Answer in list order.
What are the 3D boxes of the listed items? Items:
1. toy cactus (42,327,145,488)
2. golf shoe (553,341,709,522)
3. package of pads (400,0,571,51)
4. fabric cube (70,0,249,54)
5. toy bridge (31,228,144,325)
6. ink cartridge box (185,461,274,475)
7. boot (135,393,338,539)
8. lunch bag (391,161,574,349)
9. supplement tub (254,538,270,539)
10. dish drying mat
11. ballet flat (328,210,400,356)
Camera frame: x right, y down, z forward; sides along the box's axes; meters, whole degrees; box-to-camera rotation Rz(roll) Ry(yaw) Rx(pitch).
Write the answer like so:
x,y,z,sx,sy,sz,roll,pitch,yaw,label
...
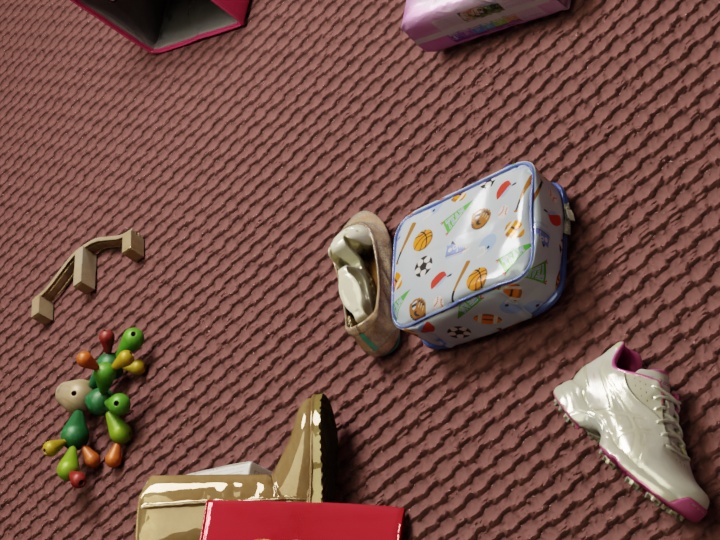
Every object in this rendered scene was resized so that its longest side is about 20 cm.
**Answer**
x,y,z,sx,sy,sz,roll,pitch,yaw,label
-0.331,0.158,2.026,0.165,0.102,0.201,3,76,58,toy cactus
0.245,0.134,1.447,0.092,0.075,0.200,-48,41,6,golf shoe
0.141,-0.325,1.852,0.199,0.076,0.121,-13,58,41,package of pads
-0.262,-0.439,2.253,0.199,0.196,0.200,-10,59,43,fabric cube
-0.359,-0.001,2.198,0.200,0.027,0.067,-32,43,28,toy bridge
-0.152,0.307,1.762,0.109,0.050,0.201,-16,55,38,ink cartridge box
-0.126,0.214,1.717,0.199,0.066,0.176,-6,60,13,boot
0.121,-0.018,1.674,0.200,0.075,0.161,-23,48,36,lunch bag
-0.032,0.318,1.511,0.122,0.200,0.123,-25,48,32,supplement tub
-0.058,0.260,1.635,0.199,0.018,0.077,0,53,10,dish drying mat
0.000,0.000,1.792,0.068,0.067,0.200,-37,43,23,ballet flat
